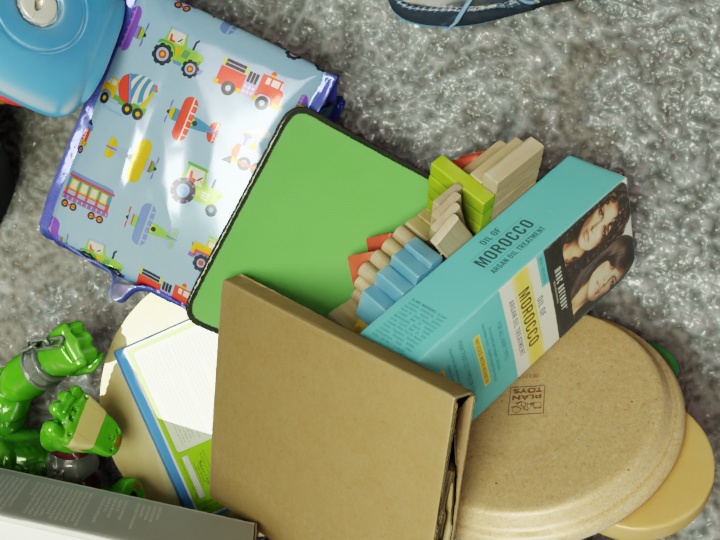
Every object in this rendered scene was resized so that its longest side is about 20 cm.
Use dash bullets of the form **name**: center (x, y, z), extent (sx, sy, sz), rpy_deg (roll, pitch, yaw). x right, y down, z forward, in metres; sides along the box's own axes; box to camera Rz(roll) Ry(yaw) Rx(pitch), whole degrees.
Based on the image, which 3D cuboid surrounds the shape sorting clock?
- **shape sorting clock**: center (-0.086, 0.092, 0.770), extent (0.200, 0.039, 0.200), rpy_deg (0, 93, 2)

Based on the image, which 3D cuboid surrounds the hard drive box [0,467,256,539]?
- **hard drive box**: center (-0.178, 0.218, 0.654), extent (0.200, 0.077, 0.156), rpy_deg (15, 96, -6)

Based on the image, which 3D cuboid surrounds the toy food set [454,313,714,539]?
- **toy food set**: center (0.112, 0.097, 0.686), extent (0.200, 0.198, 0.049), rpy_deg (-16, 129, 5)

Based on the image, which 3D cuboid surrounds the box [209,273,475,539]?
- **box**: center (-0.021, 0.109, 0.653), extent (0.200, 0.021, 0.164), rpy_deg (24, 116, 41)

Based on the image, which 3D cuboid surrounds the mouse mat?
- **mouse mat**: center (0.000, 0.000, 0.728), extent (0.200, 0.008, 0.161), rpy_deg (26, 97, -25)

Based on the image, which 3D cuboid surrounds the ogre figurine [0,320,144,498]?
- **ogre figurine**: center (-0.215, 0.143, 0.742), extent (0.120, 0.098, 0.200), rpy_deg (-8, 116, 31)

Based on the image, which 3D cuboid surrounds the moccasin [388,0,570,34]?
- **moccasin**: center (0.113, -0.217, 0.724), extent (0.200, 0.068, 0.081), rpy_deg (-13, 91, 6)

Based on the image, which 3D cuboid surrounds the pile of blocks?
- **pile of blocks**: center (0.032, -0.017, 0.691), extent (0.062, 0.082, 0.200), rpy_deg (40, 87, 24)

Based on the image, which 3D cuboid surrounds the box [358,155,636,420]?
- **box**: center (0.094, 0.018, 0.683), extent (0.200, 0.082, 0.049), rpy_deg (-39, 44, -22)

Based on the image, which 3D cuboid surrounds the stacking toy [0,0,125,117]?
- **stacking toy**: center (-0.255, -0.151, 0.724), extent (0.110, 0.200, 0.116), rpy_deg (27, 68, -33)

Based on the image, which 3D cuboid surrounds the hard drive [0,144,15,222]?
- **hard drive**: center (-0.295, -0.103, 0.711), extent (0.135, 0.200, 0.042), rpy_deg (40, 74, 4)

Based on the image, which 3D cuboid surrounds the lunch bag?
- **lunch bag**: center (-0.121, -0.067, 0.732), extent (0.150, 0.094, 0.200), rpy_deg (26, 88, 4)
